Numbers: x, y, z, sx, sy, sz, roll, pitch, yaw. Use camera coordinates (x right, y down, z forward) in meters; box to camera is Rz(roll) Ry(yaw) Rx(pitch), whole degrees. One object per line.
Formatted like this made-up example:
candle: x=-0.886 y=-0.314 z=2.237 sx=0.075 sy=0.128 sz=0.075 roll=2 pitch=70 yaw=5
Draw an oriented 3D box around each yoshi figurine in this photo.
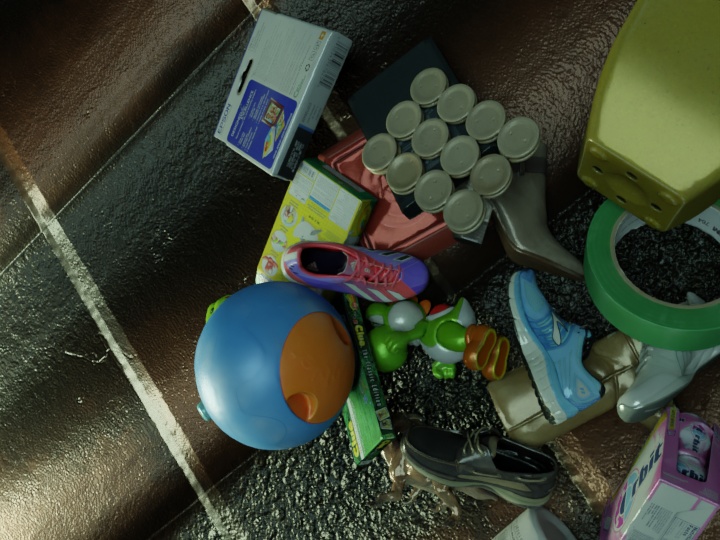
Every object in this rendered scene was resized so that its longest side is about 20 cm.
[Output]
yoshi figurine: x=0.081 y=0.100 z=1.023 sx=0.197 sy=0.111 sz=0.115 roll=13 pitch=119 yaw=37

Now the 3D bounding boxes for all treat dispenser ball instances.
treat dispenser ball: x=-0.105 y=0.116 z=0.986 sx=0.197 sy=0.200 sz=0.206 roll=1 pitch=92 yaw=21

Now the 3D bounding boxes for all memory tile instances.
memory tile: x=0.101 y=-0.143 z=0.940 sx=0.199 sy=0.017 sz=0.154 roll=39 pitch=94 yaw=35

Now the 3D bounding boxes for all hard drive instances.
hard drive: x=0.074 y=-0.183 z=1.002 sx=0.138 sy=0.033 sz=0.202 roll=-34 pitch=58 yaw=16

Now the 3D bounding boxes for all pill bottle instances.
pill bottle: x=0.181 y=0.398 z=0.992 sx=0.200 sy=0.114 sz=0.115 roll=-46 pitch=77 yaw=16

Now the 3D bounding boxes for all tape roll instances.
tape roll: x=0.351 y=-0.011 z=0.891 sx=0.196 sy=0.048 sz=0.204 roll=-5 pitch=57 yaw=8

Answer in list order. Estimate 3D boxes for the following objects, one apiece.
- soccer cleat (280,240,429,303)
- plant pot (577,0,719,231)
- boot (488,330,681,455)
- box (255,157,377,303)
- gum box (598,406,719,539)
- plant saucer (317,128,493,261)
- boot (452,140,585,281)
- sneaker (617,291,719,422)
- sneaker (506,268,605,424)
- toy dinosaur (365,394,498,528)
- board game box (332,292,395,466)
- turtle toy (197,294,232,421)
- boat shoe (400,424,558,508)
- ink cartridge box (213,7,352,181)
soccer cleat: x=0.000 y=0.000 z=1.005 sx=0.196 sy=0.073 sz=0.070 roll=8 pitch=83 yaw=-14
plant pot: x=0.334 y=-0.163 z=0.841 sx=0.193 sy=0.196 sz=0.201 roll=36 pitch=84 yaw=16
boot: x=0.279 y=0.176 z=0.977 sx=0.198 sy=0.066 sz=0.178 roll=-29 pitch=70 yaw=19
box: x=-0.066 y=-0.036 z=1.088 sx=0.117 sy=0.048 sz=0.203 roll=36 pitch=113 yaw=24
gum box: x=0.329 y=0.259 z=0.885 sx=0.065 sy=0.114 sz=0.203 roll=21 pitch=128 yaw=10
plant saucer: x=0.053 y=-0.112 z=1.065 sx=0.197 sy=0.037 sz=0.203 roll=-27 pitch=83 yaw=20
boot: x=0.205 y=-0.086 z=0.992 sx=0.196 sy=0.070 sz=0.149 roll=19 pitch=81 yaw=-5
sneaker: x=0.340 y=0.097 z=0.896 sx=0.080 sy=0.199 sz=0.071 roll=48 pitch=149 yaw=18
sneaker: x=0.234 y=0.083 z=0.962 sx=0.088 sy=0.079 sz=0.203 roll=-18 pitch=56 yaw=6
toy dinosaur: x=0.086 y=0.247 z=1.044 sx=0.196 sy=0.086 sz=0.139 roll=11 pitch=89 yaw=14
board game box: x=-0.007 y=0.139 z=1.039 sx=0.105 sy=0.023 sz=0.203 roll=126 pitch=134 yaw=-53
turtle toy: x=-0.175 y=0.136 z=1.126 sx=0.143 sy=0.101 sz=0.205 roll=-2 pitch=91 yaw=21
boat shoe: x=0.147 y=0.221 z=0.973 sx=0.196 sy=0.075 sz=0.074 roll=16 pitch=129 yaw=-2
ink cartridge box: x=-0.113 y=-0.245 z=1.099 sx=0.199 sy=0.046 sz=0.201 roll=37 pitch=106 yaw=51
